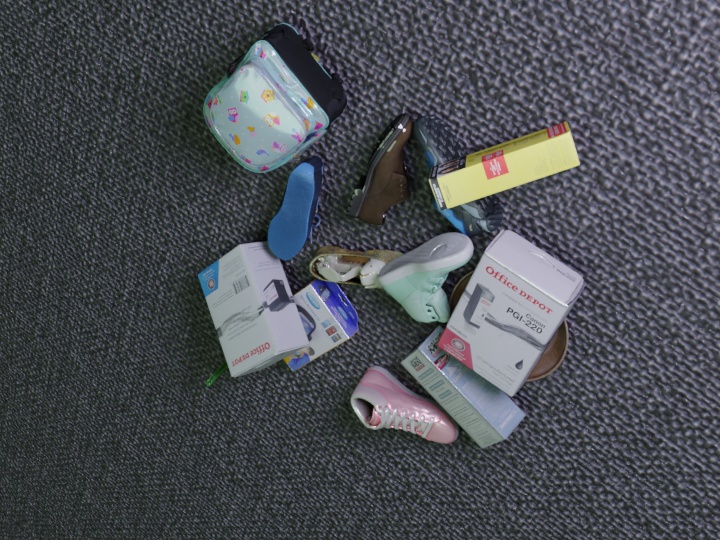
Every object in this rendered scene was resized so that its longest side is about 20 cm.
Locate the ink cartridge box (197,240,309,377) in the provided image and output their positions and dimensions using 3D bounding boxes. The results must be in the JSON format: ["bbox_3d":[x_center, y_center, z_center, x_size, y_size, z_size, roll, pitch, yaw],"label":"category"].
[{"bbox_3d":[-0.192,0.069,1.672,0.144,0.083,0.202,-29,77,41],"label":"ink cartridge box"}]

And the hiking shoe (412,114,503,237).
[{"bbox_3d":[0.124,-0.131,1.387,0.086,0.074,0.201,-26,100,40],"label":"hiking shoe"}]

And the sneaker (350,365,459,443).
[{"bbox_3d":[0.069,0.256,1.633,0.199,0.105,0.076,33,128,12],"label":"sneaker"}]

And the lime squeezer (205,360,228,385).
[{"bbox_3d":[-0.230,0.130,1.793,0.038,0.070,0.201,39,103,36],"label":"lime squeezer"}]

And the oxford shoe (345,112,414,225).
[{"bbox_3d":[0.048,-0.152,1.441,0.084,0.073,0.201,24,131,-1],"label":"oxford shoe"}]

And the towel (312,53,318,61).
[{"bbox_3d":[-0.133,-0.282,1.515,0.086,0.018,0.201,34,129,6],"label":"towel"}]

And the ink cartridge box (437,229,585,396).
[{"bbox_3d":[0.219,0.064,1.384,0.145,0.085,0.201,33,128,13],"label":"ink cartridge box"}]

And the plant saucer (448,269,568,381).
[{"bbox_3d":[0.233,0.077,1.461,0.198,0.037,0.203,16,123,26],"label":"plant saucer"}]

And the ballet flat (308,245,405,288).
[{"bbox_3d":[0.000,0.000,1.555,0.198,0.071,0.072,9,121,30],"label":"ballet flat"}]

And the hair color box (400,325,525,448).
[{"bbox_3d":[0.165,0.192,1.537,0.200,0.061,0.099,46,155,2],"label":"hair color box"}]

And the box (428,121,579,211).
[{"bbox_3d":[0.195,-0.142,1.284,0.198,0.075,0.051,-17,107,15],"label":"box"}]

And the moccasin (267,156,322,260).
[{"bbox_3d":[-0.095,-0.100,1.563,0.080,0.068,0.201,33,132,4],"label":"moccasin"}]

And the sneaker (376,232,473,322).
[{"bbox_3d":[0.126,0.017,1.445,0.118,0.074,0.200,49,143,-15],"label":"sneaker"}]

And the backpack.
[{"bbox_3d":[-0.143,-0.245,1.439,0.176,0.154,0.199,47,136,-11],"label":"backpack"}]

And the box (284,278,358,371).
[{"bbox_3d":[-0.091,0.094,1.690,0.199,0.041,0.120,-34,95,44],"label":"box"}]
